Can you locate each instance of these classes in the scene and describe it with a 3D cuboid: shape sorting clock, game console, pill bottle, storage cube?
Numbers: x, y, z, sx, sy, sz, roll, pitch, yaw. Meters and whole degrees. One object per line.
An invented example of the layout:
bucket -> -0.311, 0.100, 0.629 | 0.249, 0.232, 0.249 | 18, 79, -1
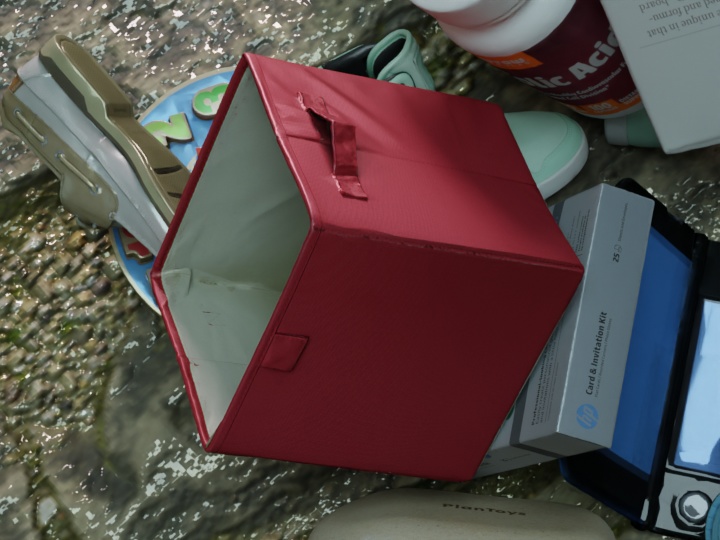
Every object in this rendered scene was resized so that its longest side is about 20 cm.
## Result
shape sorting clock -> -0.070, -0.045, 1.584 | 0.199, 0.039, 0.201 | -1, 73, 3
game console -> 0.223, 0.064, 1.496 | 0.170, 0.118, 0.200 | 11, 75, 6
pill bottle -> 0.114, -0.174, 1.477 | 0.114, 0.200, 0.114 | -12, 70, 34
storage cube -> 0.000, 0.000, 1.415 | 0.179, 0.200, 0.171 | 9, 35, -26

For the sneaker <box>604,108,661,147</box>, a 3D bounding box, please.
sneaker -> 0.232, -0.177, 1.589 | 0.118, 0.074, 0.201 | 5, 83, 11

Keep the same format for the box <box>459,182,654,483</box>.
box -> 0.104, 0.043, 1.468 | 0.041, 0.200, 0.156 | 18, 74, -18

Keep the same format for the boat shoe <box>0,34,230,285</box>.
boat shoe -> -0.158, -0.058, 1.547 | 0.068, 0.075, 0.200 | -42, 73, 14

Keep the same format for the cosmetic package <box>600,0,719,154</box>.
cosmetic package -> 0.237, -0.206, 1.414 | 0.166, 0.167, 0.200 | -15, 111, 29

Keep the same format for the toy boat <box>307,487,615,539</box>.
toy boat -> 0.061, 0.210, 1.468 | 0.199, 0.131, 0.131 | 5, 97, 5

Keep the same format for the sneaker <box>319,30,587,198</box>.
sneaker -> 0.058, -0.098, 1.528 | 0.200, 0.118, 0.074 | -10, 41, -16

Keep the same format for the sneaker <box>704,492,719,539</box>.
sneaker -> 0.287, 0.217, 1.440 | 0.079, 0.096, 0.200 | -43, 98, -12
